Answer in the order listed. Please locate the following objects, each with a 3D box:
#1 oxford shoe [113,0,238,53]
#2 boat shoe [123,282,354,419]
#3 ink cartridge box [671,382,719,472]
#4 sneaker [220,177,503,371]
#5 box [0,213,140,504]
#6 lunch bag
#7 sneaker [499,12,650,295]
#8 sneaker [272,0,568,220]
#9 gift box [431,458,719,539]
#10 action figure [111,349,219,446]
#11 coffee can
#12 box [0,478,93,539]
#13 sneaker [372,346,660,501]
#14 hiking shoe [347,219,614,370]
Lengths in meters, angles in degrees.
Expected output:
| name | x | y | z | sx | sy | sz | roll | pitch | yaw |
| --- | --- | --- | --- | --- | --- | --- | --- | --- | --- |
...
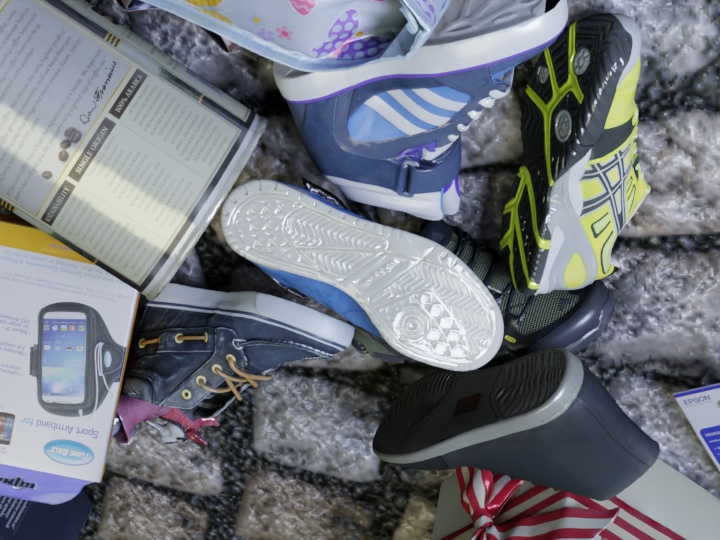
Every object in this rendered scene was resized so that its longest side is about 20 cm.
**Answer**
| name | x | y | z | sx | sy | sz | roll | pitch | yaw |
| --- | --- | --- | --- | --- | --- | --- | --- | --- | --- |
| oxford shoe | -0.146 | -0.204 | 0.981 | 0.200 | 0.073 | 0.071 | 28 | 172 | -4 |
| boat shoe | -0.089 | 0.065 | 1.155 | 0.200 | 0.091 | 0.071 | 5 | 165 | 44 |
| ink cartridge box | 0.309 | 0.139 | 1.147 | 0.095 | 0.037 | 0.200 | -17 | 124 | 32 |
| sneaker | 0.001 | -0.001 | 1.066 | 0.200 | 0.111 | 0.077 | 25 | 92 | -4 |
| box | -0.231 | 0.067 | 1.171 | 0.119 | 0.041 | 0.201 | 12 | 99 | -6 |
| lunch bag | -0.031 | -0.207 | 0.887 | 0.200 | 0.170 | 0.127 | 27 | 131 | 1 |
| sneaker | 0.145 | -0.075 | 1.015 | 0.076 | 0.075 | 0.200 | -4 | 131 | -21 |
| sneaker | 0.056 | -0.102 | 1.014 | 0.200 | 0.081 | 0.147 | -12 | 132 | 24 |
| gift box | 0.158 | 0.208 | 1.171 | 0.187 | 0.185 | 0.200 | 32 | 129 | -20 |
| action figure | -0.199 | 0.075 | 1.260 | 0.200 | 0.134 | 0.149 | 23 | 97 | -9 |
| coffee can | -0.183 | -0.094 | 1.054 | 0.200 | 0.147 | 0.146 | 33 | 132 | -9 |
| box | -0.372 | 0.182 | 1.376 | 0.199 | 0.124 | 0.197 | -8 | 124 | 25 |
| sneaker | 0.100 | 0.121 | 1.091 | 0.106 | 0.075 | 0.200 | 41 | 146 | -24 |
| hiking shoe | 0.071 | 0.014 | 1.100 | 0.199 | 0.076 | 0.101 | -2 | 131 | 23 |
